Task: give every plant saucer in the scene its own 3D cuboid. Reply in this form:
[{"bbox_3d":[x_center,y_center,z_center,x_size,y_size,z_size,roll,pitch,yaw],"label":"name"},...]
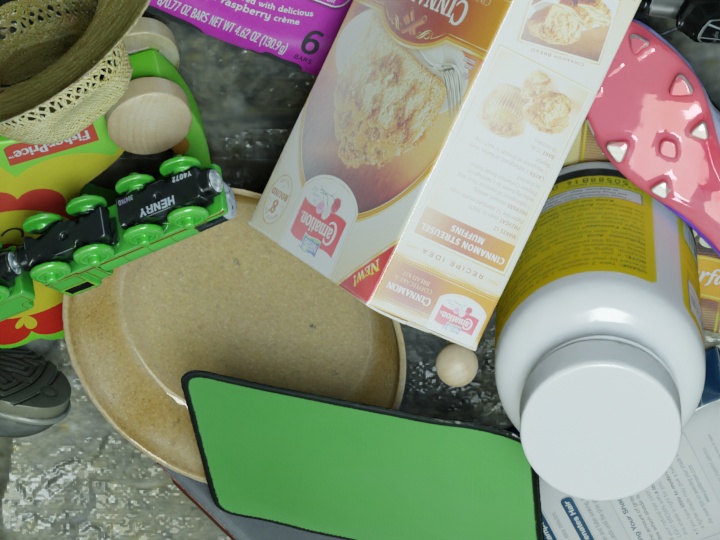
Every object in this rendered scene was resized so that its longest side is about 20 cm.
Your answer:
[{"bbox_3d":[-0.068,0.032,1.624,0.199,0.035,0.201,7,123,12],"label":"plant saucer"}]

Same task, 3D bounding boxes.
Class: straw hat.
[{"bbox_3d":[-0.170,-0.113,1.508,0.200,0.202,0.085,-21,133,13],"label":"straw hat"}]

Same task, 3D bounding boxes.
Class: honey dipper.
[{"bbox_3d":[0.053,0.008,1.580,0.038,0.200,0.038,1,120,2],"label":"honey dipper"}]

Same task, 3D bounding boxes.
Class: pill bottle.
[{"bbox_3d":[0.126,0.033,1.528,0.111,0.200,0.112,2,118,3],"label":"pill bottle"}]

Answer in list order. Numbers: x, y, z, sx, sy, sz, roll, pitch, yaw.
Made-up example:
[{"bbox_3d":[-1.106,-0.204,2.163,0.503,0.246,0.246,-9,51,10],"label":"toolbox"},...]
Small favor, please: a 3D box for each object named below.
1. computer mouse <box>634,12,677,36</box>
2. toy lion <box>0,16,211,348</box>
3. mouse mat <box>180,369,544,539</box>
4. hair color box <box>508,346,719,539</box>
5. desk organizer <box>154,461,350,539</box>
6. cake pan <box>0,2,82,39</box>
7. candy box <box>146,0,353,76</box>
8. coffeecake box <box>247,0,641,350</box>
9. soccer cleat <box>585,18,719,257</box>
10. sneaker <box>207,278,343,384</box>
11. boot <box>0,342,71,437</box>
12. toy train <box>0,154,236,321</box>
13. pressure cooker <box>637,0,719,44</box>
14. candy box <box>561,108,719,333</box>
[{"bbox_3d":[0.164,-0.135,1.578,0.199,0.059,0.034,-14,147,8],"label":"computer mouse"},{"bbox_3d":[-0.177,-0.034,1.626,0.199,0.069,0.192,-17,140,1],"label":"toy lion"},{"bbox_3d":[0.004,0.113,1.597,0.199,0.008,0.161,10,148,12],"label":"mouse mat"},{"bbox_3d":[0.142,0.132,1.724,0.199,0.061,0.100,-23,117,13],"label":"hair color box"},{"bbox_3d":[-0.024,0.162,1.717,0.200,0.077,0.072,43,81,10],"label":"desk organizer"},{"bbox_3d":[-0.233,-0.167,1.588,0.199,0.037,0.201,1,119,2],"label":"cake pan"},{"bbox_3d":[-0.037,-0.215,1.532,0.136,0.061,0.201,19,118,-18],"label":"candy box"},{"bbox_3d":[0.040,-0.081,1.470,0.073,0.153,0.201,23,95,-30],"label":"coffeecake box"},{"bbox_3d":[0.187,-0.057,1.562,0.067,0.076,0.200,-43,91,17],"label":"soccer cleat"},{"bbox_3d":[0.000,0.000,1.653,0.084,0.075,0.200,36,124,-15],"label":"sneaker"},{"bbox_3d":[-0.256,0.134,1.725,0.181,0.073,0.201,14,114,21],"label":"boot"},{"bbox_3d":[-0.153,-0.012,1.568,0.199,0.042,0.056,-21,157,23],"label":"toy train"},{"bbox_3d":[0.235,-0.203,1.464,0.199,0.176,0.179,8,130,3],"label":"pressure cooker"},{"bbox_3d":[0.199,-0.028,1.637,0.199,0.055,0.116,14,117,-4],"label":"candy box"}]
